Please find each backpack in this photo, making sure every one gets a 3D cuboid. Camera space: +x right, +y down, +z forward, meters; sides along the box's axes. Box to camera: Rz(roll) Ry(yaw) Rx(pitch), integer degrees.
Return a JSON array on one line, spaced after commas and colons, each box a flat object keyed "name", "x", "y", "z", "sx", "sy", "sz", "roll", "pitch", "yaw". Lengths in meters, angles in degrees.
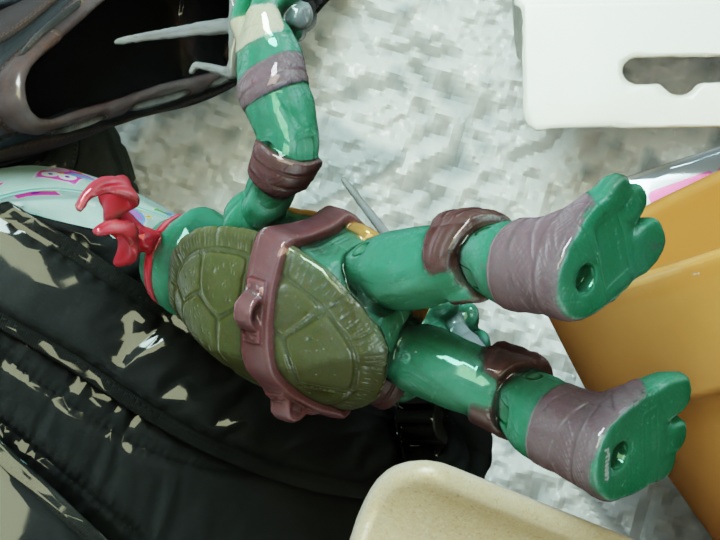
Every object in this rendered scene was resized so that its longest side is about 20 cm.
[{"name": "backpack", "x": -0.077, "y": 0.055, "z": 0.984, "sx": 0.199, "sy": 0.127, "sz": 0.167, "roll": 34, "pitch": 90, "yaw": -14}]

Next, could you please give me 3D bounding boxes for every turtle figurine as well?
[{"name": "turtle figurine", "x": 0.000, "y": 0.000, "z": 0.881, "sx": 0.199, "sy": 0.150, "sz": 0.101, "roll": 18, "pitch": 62, "yaw": 39}]

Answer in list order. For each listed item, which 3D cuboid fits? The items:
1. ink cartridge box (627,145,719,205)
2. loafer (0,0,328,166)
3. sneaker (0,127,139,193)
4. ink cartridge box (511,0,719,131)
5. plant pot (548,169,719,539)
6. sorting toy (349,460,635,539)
[{"name": "ink cartridge box", "x": 0.177, "y": 0.044, "z": 1.035, "sx": 0.119, "sy": 0.042, "sz": 0.201, "roll": -18, "pitch": 81, "yaw": -1}, {"name": "loafer", "x": -0.063, "y": -0.085, "z": 1.012, "sx": 0.200, "sy": 0.063, "sz": 0.072, "roll": -30, "pitch": 110, "yaw": -35}, {"name": "sneaker", "x": -0.138, "y": -0.075, "z": 1.042, "sx": 0.076, "sy": 0.091, "sz": 0.201, "roll": -25, "pitch": 84, "yaw": -2}, {"name": "ink cartridge box", "x": 0.110, "y": -0.140, "z": 1.055, "sx": 0.116, "sy": 0.067, "sz": 0.201, "roll": 0, "pitch": 78, "yaw": 3}, {"name": "plant pot", "x": 0.173, "y": 0.029, "z": 0.931, "sx": 0.199, "sy": 0.200, "sz": 0.141, "roll": -24, "pitch": 95, "yaw": -2}, {"name": "sorting toy", "x": 0.056, "y": 0.178, "z": 0.858, "sx": 0.184, "sy": 0.036, "sz": 0.201, "roll": 22, "pitch": 78, "yaw": -13}]
